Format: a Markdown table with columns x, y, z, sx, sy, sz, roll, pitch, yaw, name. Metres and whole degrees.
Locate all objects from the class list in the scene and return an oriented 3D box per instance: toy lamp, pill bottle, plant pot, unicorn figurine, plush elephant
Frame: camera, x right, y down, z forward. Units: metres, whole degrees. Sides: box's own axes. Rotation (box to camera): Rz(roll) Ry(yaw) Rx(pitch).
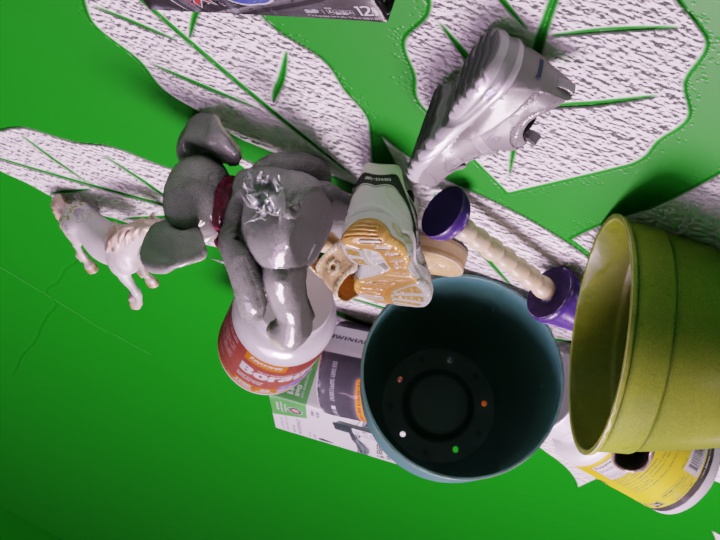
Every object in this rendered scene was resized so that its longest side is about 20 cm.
| x | y | z | sx | sy | sz | roll | pitch | yaw | name |
| --- | --- | --- | --- | --- | --- | --- | --- | --- | --- |
| 0.138 | -0.005 | 1.511 | 0.199 | 0.059 | 0.058 | 37 | 153 | -33 | toy lamp |
| 0.272 | 0.167 | 1.743 | 0.199 | 0.113 | 0.112 | 30 | 156 | -27 | pill bottle |
| -0.087 | 0.057 | 1.775 | 0.111 | 0.113 | 0.200 | 20 | 159 | -5 | pill bottle |
| 0.089 | 0.121 | 1.676 | 0.199 | 0.202 | 0.161 | 19 | 164 | -2 | plant pot |
| 0.291 | 0.067 | 1.400 | 0.191 | 0.203 | 0.201 | 8 | 160 | -6 | plant pot |
| 0.059 | 0.124 | 1.828 | 0.198 | 0.107 | 0.106 | 10 | 158 | 20 | pill bottle |
| -0.255 | -0.027 | 1.758 | 0.198 | 0.074 | 0.138 | 17 | 149 | 22 | unicorn figurine |
| -0.109 | -0.047 | 1.481 | 0.154 | 0.166 | 0.200 | 18 | 163 | 27 | plush elephant |

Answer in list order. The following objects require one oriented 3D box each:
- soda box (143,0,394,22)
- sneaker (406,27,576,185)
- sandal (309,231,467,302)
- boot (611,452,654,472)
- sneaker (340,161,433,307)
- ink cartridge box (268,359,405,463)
| x | y | z | sx | sy | sz | roll | pitch | yaw | name |
| --- | --- | --- | --- | --- | --- | --- | --- | --- | --- |
| -0.068 | -0.217 | 1.133 | 0.198 | 0.071 | 0.063 | 7 | 156 | 29 | soda box |
| 0.094 | -0.106 | 1.265 | 0.081 | 0.075 | 0.200 | 24 | 158 | -10 | sneaker |
| -0.002 | -0.003 | 1.614 | 0.210 | 0.070 | 0.078 | 8 | 157 | 28 | sandal |
| 0.268 | 0.119 | 1.577 | 0.070 | 0.148 | 0.200 | 10 | 158 | 15 | boot |
| 0.031 | -0.030 | 1.497 | 0.075 | 0.089 | 0.200 | 6 | 160 | 7 | sneaker |
| -0.001 | 0.161 | 2.003 | 0.198 | 0.084 | 0.147 | 15 | 160 | 7 | ink cartridge box |
